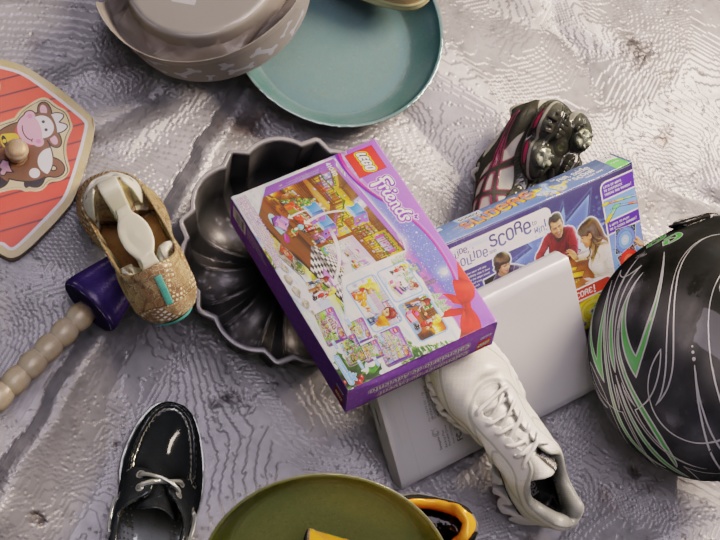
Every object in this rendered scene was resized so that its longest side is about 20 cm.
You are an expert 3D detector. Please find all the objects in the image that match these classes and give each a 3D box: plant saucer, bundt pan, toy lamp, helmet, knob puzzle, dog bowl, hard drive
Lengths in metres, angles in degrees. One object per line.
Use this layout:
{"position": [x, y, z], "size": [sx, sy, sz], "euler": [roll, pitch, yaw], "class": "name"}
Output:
{"position": [-0.027, 0.240, 1.223], "size": [0.198, 0.031, 0.202], "euler": [0, 112, -1], "class": "plant saucer"}
{"position": [-0.059, -0.006, 1.330], "size": [0.200, 0.076, 0.204], "euler": [4, 69, -11], "class": "bundt pan"}
{"position": [-0.257, 0.065, 1.273], "size": [0.058, 0.058, 0.200], "euler": [43, 68, 5], "class": "toy lamp"}
{"position": [0.285, 0.071, 1.321], "size": [0.200, 0.200, 0.191], "euler": [41, 65, 4], "class": "helmet"}
{"position": [-0.320, -0.103, 1.332], "size": [0.218, 0.030, 0.221], "euler": [4, 70, -11], "class": "knob puzzle"}
{"position": [-0.133, -0.255, 1.381], "size": [0.198, 0.059, 0.202], "euler": [-4, 65, 9], "class": "dog bowl"}
{"position": [-0.024, -0.216, 1.434], "size": [0.198, 0.036, 0.202], "euler": [4, 70, -10], "class": "plant saucer"}
{"position": [0.100, 0.083, 1.321], "size": [0.199, 0.027, 0.133], "euler": [-25, 117, -18], "class": "hard drive"}

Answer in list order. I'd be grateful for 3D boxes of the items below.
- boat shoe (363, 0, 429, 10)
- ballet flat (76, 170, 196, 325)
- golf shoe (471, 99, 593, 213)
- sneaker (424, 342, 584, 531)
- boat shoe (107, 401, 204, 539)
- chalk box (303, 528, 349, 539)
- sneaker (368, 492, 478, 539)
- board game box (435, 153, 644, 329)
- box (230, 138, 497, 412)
{"position": [-0.015, -0.308, 1.416], "size": [0.199, 0.063, 0.074], "euler": [34, 66, 1], "class": "boat shoe"}
{"position": [-0.185, -0.038, 1.271], "size": [0.070, 0.066, 0.200], "euler": [-29, 46, -12], "class": "ballet flat"}
{"position": [0.132, -0.059, 1.400], "size": [0.077, 0.088, 0.201], "euler": [31, 86, -34], "class": "golf shoe"}
{"position": [0.121, 0.129, 1.279], "size": [0.075, 0.081, 0.201], "euler": [-37, 109, -10], "class": "sneaker"}
{"position": [-0.162, 0.195, 1.245], "size": [0.075, 0.060, 0.202], "euler": [8, 69, -9], "class": "boat shoe"}
{"position": [-0.013, 0.320, 1.172], "size": [0.123, 0.125, 0.201], "euler": [16, 111, -6], "class": "chalk box"}
{"position": [0.003, 0.214, 1.267], "size": [0.198, 0.077, 0.079], "euler": [-8, 74, -14], "class": "sneaker"}
{"position": [0.155, -0.002, 1.358], "size": [0.199, 0.034, 0.136], "euler": [-22, 116, -20], "class": "board game box"}
{"position": [0.000, 0.000, 1.254], "size": [0.136, 0.039, 0.201], "euler": [-23, 62, -18], "class": "box"}
